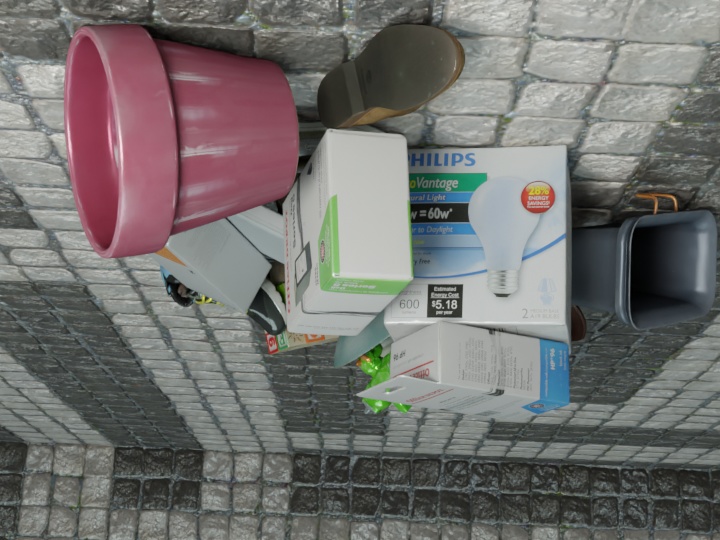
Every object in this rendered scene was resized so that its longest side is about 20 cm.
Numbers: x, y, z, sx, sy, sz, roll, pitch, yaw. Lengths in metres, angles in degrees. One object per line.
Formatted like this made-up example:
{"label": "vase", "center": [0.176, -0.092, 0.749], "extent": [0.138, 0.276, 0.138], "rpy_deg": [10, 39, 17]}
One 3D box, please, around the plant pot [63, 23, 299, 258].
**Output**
{"label": "plant pot", "center": [-0.159, -0.120, 1.116], "extent": [0.176, 0.203, 0.200], "rpy_deg": [-7, 168, -25]}

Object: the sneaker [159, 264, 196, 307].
{"label": "sneaker", "center": [-0.243, 0.009, 1.677], "extent": [0.077, 0.092, 0.200], "rpy_deg": [2, 164, 3]}

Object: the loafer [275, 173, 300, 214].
{"label": "loafer", "center": [-0.068, -0.063, 1.456], "extent": [0.072, 0.073, 0.200], "rpy_deg": [-1, 162, 11]}

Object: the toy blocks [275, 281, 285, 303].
{"label": "toy blocks", "center": [0.000, 0.000, 1.589], "extent": [0.198, 0.101, 0.136], "rpy_deg": [-18, -172, 45]}

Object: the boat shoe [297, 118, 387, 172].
{"label": "boat shoe", "center": [-0.050, -0.119, 1.284], "extent": [0.199, 0.066, 0.074], "rpy_deg": [7, 163, -18]}

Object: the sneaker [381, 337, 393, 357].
{"label": "sneaker", "center": [0.092, 0.110, 1.697], "extent": [0.070, 0.094, 0.200], "rpy_deg": [-23, 170, -37]}

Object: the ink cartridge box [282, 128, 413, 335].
{"label": "ink cartridge box", "center": [-0.017, -0.031, 1.228], "extent": [0.083, 0.148, 0.200], "rpy_deg": [2, 161, -16]}

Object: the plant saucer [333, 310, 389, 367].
{"label": "plant saucer", "center": [0.034, 0.049, 1.582], "extent": [0.200, 0.039, 0.201], "rpy_deg": [-38, -177, 3]}

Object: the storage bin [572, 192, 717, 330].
{"label": "storage bin", "center": [0.310, -0.017, 1.447], "extent": [0.133, 0.148, 0.198], "rpy_deg": [6, -171, 42]}

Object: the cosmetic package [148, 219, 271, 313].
{"label": "cosmetic package", "center": [-0.194, -0.032, 1.425], "extent": [0.100, 0.072, 0.200], "rpy_deg": [22, 166, 30]}

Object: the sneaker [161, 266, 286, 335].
{"label": "sneaker", "center": [-0.179, 0.020, 1.579], "extent": [0.200, 0.085, 0.074], "rpy_deg": [46, 156, -13]}

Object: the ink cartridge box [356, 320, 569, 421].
{"label": "ink cartridge box", "center": [0.106, 0.105, 1.295], "extent": [0.197, 0.069, 0.116], "rpy_deg": [11, 160, -23]}

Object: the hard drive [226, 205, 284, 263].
{"label": "hard drive", "center": [-0.134, -0.057, 1.420], "extent": [0.198, 0.027, 0.132], "rpy_deg": [26, 167, 14]}

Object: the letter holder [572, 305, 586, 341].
{"label": "letter holder", "center": [0.219, 0.110, 1.574], "extent": [0.140, 0.102, 0.200], "rpy_deg": [-4, 162, 13]}

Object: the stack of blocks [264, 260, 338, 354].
{"label": "stack of blocks", "center": [-0.040, 0.037, 1.693], "extent": [0.197, 0.117, 0.058], "rpy_deg": [-9, 172, -33]}

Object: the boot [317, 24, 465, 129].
{"label": "boot", "center": [0.041, -0.174, 1.117], "extent": [0.074, 0.075, 0.199], "rpy_deg": [-4, 176, -33]}

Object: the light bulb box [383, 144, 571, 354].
{"label": "light bulb box", "center": [0.132, -0.020, 1.347], "extent": [0.195, 0.203, 0.125], "rpy_deg": [-1, 161, 10]}

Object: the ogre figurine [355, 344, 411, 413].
{"label": "ogre figurine", "center": [0.060, 0.115, 1.586], "extent": [0.099, 0.120, 0.199], "rpy_deg": [51, 144, -9]}
